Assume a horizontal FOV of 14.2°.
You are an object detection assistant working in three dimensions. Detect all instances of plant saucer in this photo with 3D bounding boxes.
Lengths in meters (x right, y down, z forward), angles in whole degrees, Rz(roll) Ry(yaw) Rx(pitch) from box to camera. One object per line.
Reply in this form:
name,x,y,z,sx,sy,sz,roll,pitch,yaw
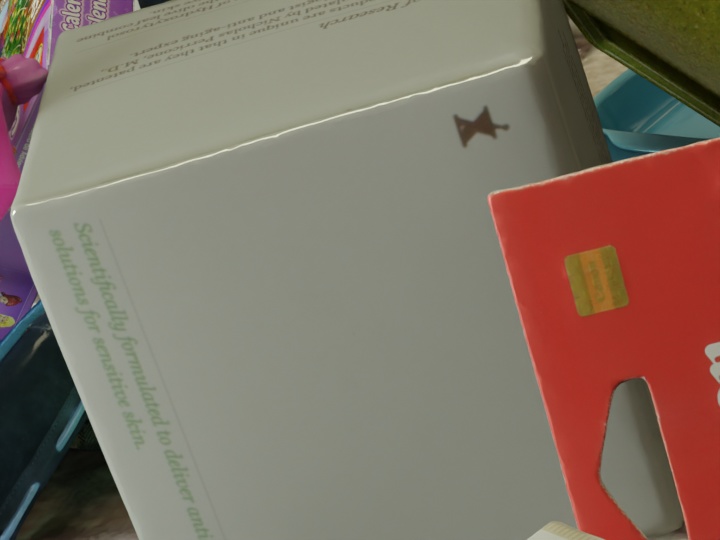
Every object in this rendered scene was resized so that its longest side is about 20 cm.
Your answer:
plant saucer,0.153,-0.087,1.177,0.200,0.048,0.200,34,3,13

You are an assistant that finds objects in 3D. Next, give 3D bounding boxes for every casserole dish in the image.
casserole dish,0.191,-0.087,1.342,0.121,0.039,0.200,8,35,42

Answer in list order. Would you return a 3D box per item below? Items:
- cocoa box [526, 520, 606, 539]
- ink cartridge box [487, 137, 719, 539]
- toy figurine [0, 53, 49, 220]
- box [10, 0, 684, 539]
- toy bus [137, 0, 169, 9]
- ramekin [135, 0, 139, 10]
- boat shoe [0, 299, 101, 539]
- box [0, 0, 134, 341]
cocoa box,0.040,0.184,0.757,0.200,0.133,0.131,-32,30,-29
ink cartridge box,0.148,0.050,0.888,0.176,0.200,0.045,-15,10,5
toy figurine,-0.184,-0.042,1.128,0.200,0.150,0.184,-38,16,-36
box,0.000,0.000,1.087,0.200,0.199,0.171,-16,25,7
toy bus,-0.047,-0.098,1.333,0.136,0.192,0.200,-8,25,21
ramekin,-0.122,-0.216,1.725,0.200,0.105,0.200,-14,25,7
boat shoe,-0.126,0.053,1.215,0.200,0.069,0.084,-50,5,-32
box,-0.145,-0.066,1.259,0.039,0.200,0.137,13,47,-17
